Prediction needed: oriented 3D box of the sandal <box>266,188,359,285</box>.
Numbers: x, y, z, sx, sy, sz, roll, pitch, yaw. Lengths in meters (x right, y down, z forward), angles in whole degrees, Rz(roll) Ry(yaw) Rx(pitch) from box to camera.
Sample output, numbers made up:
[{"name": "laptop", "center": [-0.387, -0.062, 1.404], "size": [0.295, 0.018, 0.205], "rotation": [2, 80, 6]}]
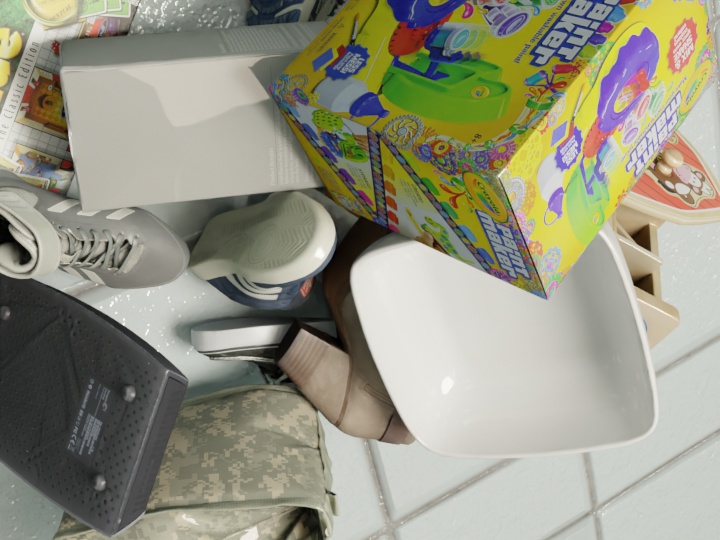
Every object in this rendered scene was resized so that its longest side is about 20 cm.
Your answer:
[{"name": "sandal", "center": [0.006, -0.004, 0.874], "size": [0.082, 0.050, 0.203], "rotation": [-39, 105, 22]}]

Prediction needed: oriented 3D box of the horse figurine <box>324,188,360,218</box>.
[{"name": "horse figurine", "center": [0.022, -0.085, 0.900], "size": [0.132, 0.050, 0.200], "rotation": [37, 87, -32]}]

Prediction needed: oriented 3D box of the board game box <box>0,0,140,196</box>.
[{"name": "board game box", "center": [-0.241, -0.130, 0.748], "size": [0.104, 0.023, 0.201], "rotation": [19, 96, -32]}]

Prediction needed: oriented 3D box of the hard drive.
[{"name": "hard drive", "center": [-0.209, 0.088, 0.741], "size": [0.042, 0.200, 0.135], "rotation": [10, 101, -55]}]

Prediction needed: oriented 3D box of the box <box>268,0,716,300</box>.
[{"name": "box", "center": [0.088, -0.120, 0.666], "size": [0.200, 0.192, 0.122], "rotation": [-50, 140, -17]}]

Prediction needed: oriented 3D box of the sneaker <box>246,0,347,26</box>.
[{"name": "sneaker", "center": [-0.022, -0.235, 0.812], "size": [0.085, 0.077, 0.201], "rotation": [16, 98, -38]}]

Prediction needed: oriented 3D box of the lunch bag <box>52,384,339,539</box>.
[{"name": "lunch bag", "center": [-0.115, 0.176, 0.804], "size": [0.199, 0.164, 0.118], "rotation": [-13, 114, 0]}]

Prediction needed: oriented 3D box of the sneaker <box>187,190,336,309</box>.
[{"name": "sneaker", "center": [-0.057, -0.006, 0.789], "size": [0.084, 0.200, 0.075], "rotation": [37, 74, -25]}]

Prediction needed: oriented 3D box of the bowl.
[{"name": "bowl", "center": [0.109, 0.039, 0.756], "size": [0.075, 0.199, 0.200], "rotation": [-62, 137, -54]}]

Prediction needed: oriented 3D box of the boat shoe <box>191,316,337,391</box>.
[{"name": "boat shoe", "center": [-0.054, 0.075, 0.896], "size": [0.199, 0.073, 0.068], "rotation": [1, 91, -40]}]

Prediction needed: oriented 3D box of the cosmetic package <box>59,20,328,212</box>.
[{"name": "cosmetic package", "center": [-0.108, -0.112, 0.738], "size": [0.199, 0.090, 0.107], "rotation": [-4, 117, -11]}]

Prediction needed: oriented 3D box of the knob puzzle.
[{"name": "knob puzzle", "center": [0.250, -0.114, 0.913], "size": [0.219, 0.220, 0.030], "rotation": [8, 135, -32]}]

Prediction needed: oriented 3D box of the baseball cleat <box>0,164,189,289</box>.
[{"name": "baseball cleat", "center": [-0.207, -0.015, 0.731], "size": [0.199, 0.107, 0.070], "rotation": [18, 111, -31]}]

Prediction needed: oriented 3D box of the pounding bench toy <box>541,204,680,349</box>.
[{"name": "pounding bench toy", "center": [0.142, -0.007, 0.856], "size": [0.199, 0.156, 0.124], "rotation": [25, 134, -12]}]

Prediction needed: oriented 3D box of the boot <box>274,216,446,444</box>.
[{"name": "boot", "center": [0.031, 0.047, 0.838], "size": [0.146, 0.070, 0.200], "rotation": [30, 107, -20]}]
